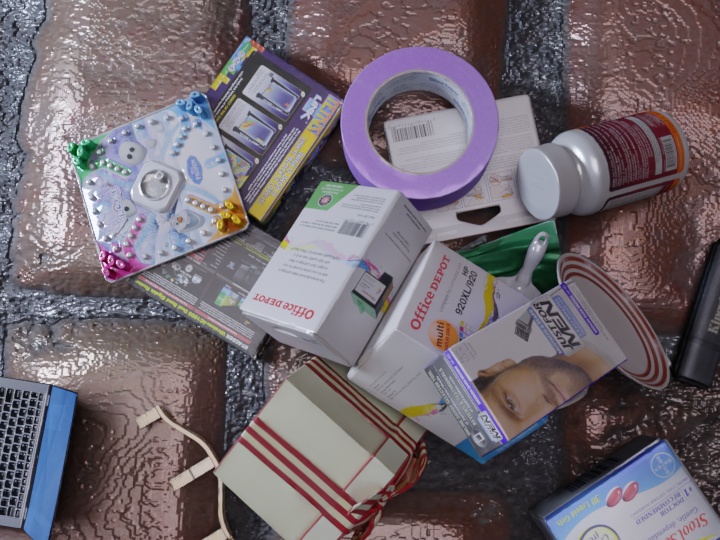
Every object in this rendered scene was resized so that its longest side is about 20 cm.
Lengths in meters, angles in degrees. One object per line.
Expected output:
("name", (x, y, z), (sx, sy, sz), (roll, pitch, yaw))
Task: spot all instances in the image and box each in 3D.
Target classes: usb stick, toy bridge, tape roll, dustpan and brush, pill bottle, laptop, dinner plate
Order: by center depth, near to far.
("dinner plate", (0.305, 0.064, 1.055), (0.200, 0.200, 0.024), (51, 122, 7))
("laptop", (-0.447, 0.231, 1.070), (0.199, 0.116, 0.188), (9, 82, 2))
("dustpan and brush", (0.194, 0.039, 1.085), (0.139, 0.200, 0.057), (22, 43, 4))
("pill bottle", (0.306, -0.132, 1.088), (0.199, 0.110, 0.110), (-16, 82, -20))
("tape roll", (0.075, -0.181, 1.105), (0.199, 0.066, 0.201), (0, 79, 1))
("toy bridge", (-0.214, 0.261, 1.107), (0.067, 0.027, 0.201), (-31, 83, -5))
("usb stick", (0.460, 0.057, 1.124), (0.055, 0.033, 0.201), (20, 82, 4))

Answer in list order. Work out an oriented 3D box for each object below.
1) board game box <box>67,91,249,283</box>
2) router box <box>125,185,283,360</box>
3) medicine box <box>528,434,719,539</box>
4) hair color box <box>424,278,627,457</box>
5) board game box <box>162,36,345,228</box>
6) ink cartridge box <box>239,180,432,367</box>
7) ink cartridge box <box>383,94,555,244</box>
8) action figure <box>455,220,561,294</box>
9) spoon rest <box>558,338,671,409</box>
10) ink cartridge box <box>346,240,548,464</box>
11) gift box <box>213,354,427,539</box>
("board game box", (-0.265, -0.111, 1.104), (0.199, 0.026, 0.201), (-21, 76, 4))
("router box", (-0.180, 0.005, 1.125), (0.199, 0.062, 0.150), (30, 83, 5))
("medicine box", (0.342, 0.335, 1.051), (0.182, 0.103, 0.200), (-33, 82, -4))
("hair color box", (0.178, 0.099, 0.910), (0.199, 0.065, 0.110), (-26, 76, -32))
("board game box", (-0.139, -0.185, 1.155), (0.165, 0.057, 0.200), (34, 85, 3))
("ink cartridge box", (-0.029, 0.000, 1.029), (0.144, 0.084, 0.200), (13, 65, 46))
("ink cartridge box", (0.144, -0.130, 1.149), (0.199, 0.045, 0.177), (-11, 81, 0))
("action figure", (0.161, -0.002, 1.116), (0.199, 0.055, 0.119), (-11, 119, 13))
("spoon rest", (0.293, 0.128, 1.096), (0.199, 0.100, 0.061), (-12, 61, -15))
("ink cartridge box", (0.116, 0.096, 1.011), (0.200, 0.145, 0.148), (32, 52, -5))
("gift box", (-0.043, 0.229, 1.008), (0.187, 0.200, 0.185), (40, 114, 7))
